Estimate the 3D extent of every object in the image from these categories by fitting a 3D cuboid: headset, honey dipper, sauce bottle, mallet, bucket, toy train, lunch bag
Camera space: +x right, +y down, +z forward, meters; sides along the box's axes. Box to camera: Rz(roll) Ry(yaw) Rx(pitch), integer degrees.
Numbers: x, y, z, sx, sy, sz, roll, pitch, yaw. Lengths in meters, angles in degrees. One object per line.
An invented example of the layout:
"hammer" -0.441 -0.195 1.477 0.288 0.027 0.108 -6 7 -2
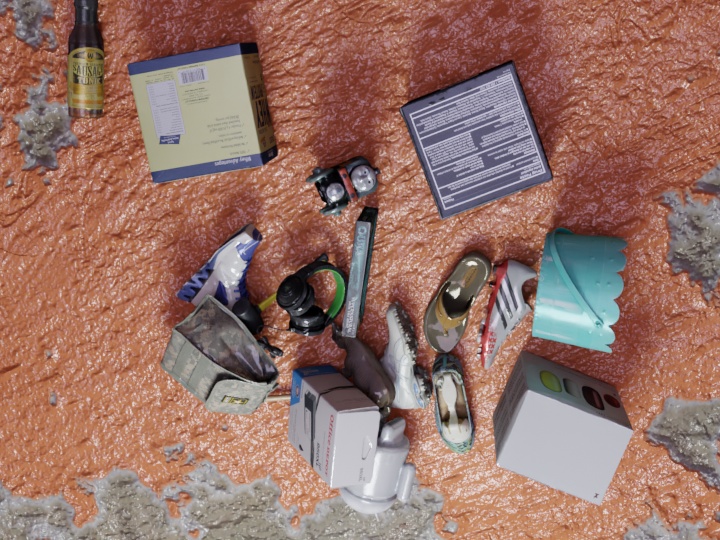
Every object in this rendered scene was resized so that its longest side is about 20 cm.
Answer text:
"headset" -0.097 0.072 1.680 0.199 0.094 0.124 -38 130 -20
"honey dipper" -0.186 0.242 1.801 0.198 0.038 0.038 -3 103 4
"sauce bottle" -0.478 -0.367 1.670 0.065 0.066 0.202 4 106 5
"mallet" -0.142 0.029 1.708 0.200 0.041 0.066 -43 136 -4
"bucket" 0.363 0.031 1.604 0.133 0.207 0.210 8 105 11
"toy train" -0.027 -0.147 1.610 0.113 0.200 0.086 -25 98 -3
"lunch bag" -0.243 0.169 1.706 0.200 0.118 0.164 40 147 2

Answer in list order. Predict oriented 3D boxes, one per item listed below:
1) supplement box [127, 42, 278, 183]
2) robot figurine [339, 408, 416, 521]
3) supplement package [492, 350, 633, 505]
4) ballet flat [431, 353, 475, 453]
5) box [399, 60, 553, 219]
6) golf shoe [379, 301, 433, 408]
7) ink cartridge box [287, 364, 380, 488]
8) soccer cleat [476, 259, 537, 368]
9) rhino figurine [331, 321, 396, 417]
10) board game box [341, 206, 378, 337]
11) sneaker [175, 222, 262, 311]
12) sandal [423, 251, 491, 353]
"supplement box" -0.263 -0.268 1.633 0.198 0.134 0.202 -8 103 8
"robot figurine" 0.024 0.358 1.763 0.168 0.113 0.202 21 107 30
"supplement package" 0.342 0.265 1.659 0.189 0.200 0.148 21 105 1
"ballet flat" 0.164 0.252 1.740 0.073 0.074 0.202 -12 106 9
"box" 0.193 -0.217 1.599 0.198 0.123 0.200 -19 100 12
"golf shoe" 0.062 0.160 1.734 0.096 0.078 0.202 -12 100 17
"ink cartridge box" -0.052 0.272 1.700 0.083 0.200 0.146 -2 107 -27
"soccer cleat" 0.257 0.081 1.695 0.084 0.069 0.202 12 100 8
"rhino figurine" 0.000 0.167 1.722 0.059 0.088 0.201 -23 70 -25
"board game box" 0.000 0.000 1.668 0.028 0.135 0.202 8 105 4
"sneaker" -0.229 0.015 1.734 0.115 0.081 0.199 44 111 -9
"sandal" 0.168 0.060 1.702 0.080 0.054 0.201 27 111 0
